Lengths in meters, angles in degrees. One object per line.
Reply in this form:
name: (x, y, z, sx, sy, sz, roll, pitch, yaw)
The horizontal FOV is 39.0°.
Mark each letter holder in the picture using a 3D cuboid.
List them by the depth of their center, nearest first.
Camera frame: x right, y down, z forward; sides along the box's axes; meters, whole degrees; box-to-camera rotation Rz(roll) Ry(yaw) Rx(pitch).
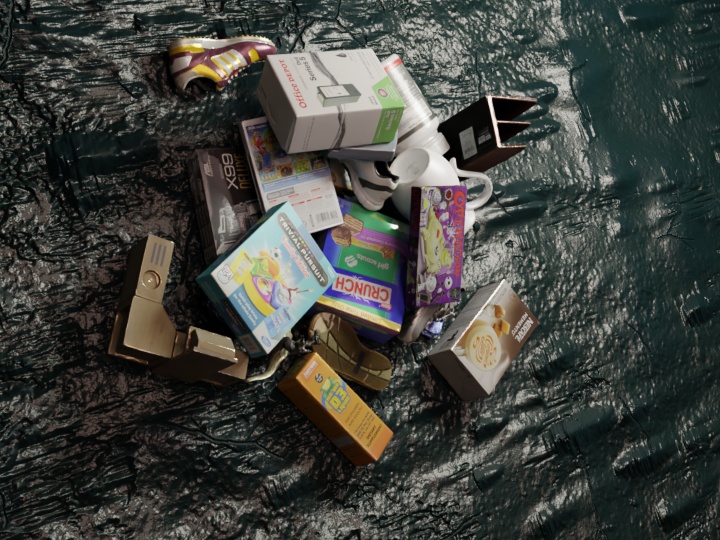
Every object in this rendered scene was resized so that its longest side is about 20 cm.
letter holder: (0.237, -0.244, 1.924, 0.141, 0.199, 0.102, -4, 78, -34)

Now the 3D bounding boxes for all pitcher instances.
pitcher: (0.147, -0.145, 1.827, 0.172, 0.121, 0.200, -46, 135, -5)

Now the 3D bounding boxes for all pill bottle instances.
pill bottle: (0.074, -0.285, 1.880, 0.114, 0.113, 0.201, -39, 99, -35)

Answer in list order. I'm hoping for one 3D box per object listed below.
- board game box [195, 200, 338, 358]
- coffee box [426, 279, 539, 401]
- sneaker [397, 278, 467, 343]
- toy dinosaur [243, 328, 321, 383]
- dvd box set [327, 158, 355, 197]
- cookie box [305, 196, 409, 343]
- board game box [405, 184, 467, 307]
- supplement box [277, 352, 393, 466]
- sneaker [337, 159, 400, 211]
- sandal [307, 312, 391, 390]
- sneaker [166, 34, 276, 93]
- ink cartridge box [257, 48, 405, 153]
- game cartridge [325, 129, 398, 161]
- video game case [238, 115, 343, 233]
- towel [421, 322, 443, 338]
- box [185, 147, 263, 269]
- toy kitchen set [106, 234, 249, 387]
board game box: (-0.140, 0.011, 1.577, 0.152, 0.047, 0.200, 56, 50, -16)
coffee box: (0.228, 0.127, 1.880, 0.115, 0.079, 0.200, 50, 56, -11)
sneaker: (0.136, 0.063, 1.812, 0.082, 0.075, 0.201, 45, 54, -9)
toy dinosaur: (-0.115, 0.120, 1.614, 0.201, 0.087, 0.048, -69, 144, -59)
dvd box set: (-0.080, -0.219, 1.773, 0.199, 0.029, 0.149, 11, 68, -47)
cookie box: (0.000, 0.000, 1.749, 0.169, 0.075, 0.203, 20, 64, -14)
board game box: (0.129, -0.043, 1.732, 0.119, 0.032, 0.203, -8, 104, -48)
supplement box: (-0.041, 0.230, 1.679, 0.200, 0.069, 0.067, 45, 54, -12)
sneaker: (0.001, -0.207, 1.758, 0.073, 0.080, 0.201, -24, 79, -50)
sandal: (-0.025, 0.142, 1.726, 0.199, 0.054, 0.081, 38, 71, -35)
sneaker: (-0.231, -0.345, 1.727, 0.198, 0.075, 0.092, -9, 89, -29)
ink cartridge box: (-0.049, -0.277, 1.652, 0.197, 0.085, 0.147, -10, 55, -26)
game cartridge: (-0.005, -0.265, 1.737, 0.131, 0.041, 0.202, 0, 51, -12)
video game case: (-0.112, -0.158, 1.673, 0.142, 0.018, 0.203, -17, 94, -33)
towel: (0.085, 0.016, 1.853, 0.199, 0.024, 0.146, 34, 59, -21)
box: (-0.194, -0.101, 1.683, 0.156, 0.050, 0.203, -5, 78, -36)
toy kitchen set: (-0.246, 0.058, 1.532, 0.198, 0.163, 0.183, 20, 65, -28)
